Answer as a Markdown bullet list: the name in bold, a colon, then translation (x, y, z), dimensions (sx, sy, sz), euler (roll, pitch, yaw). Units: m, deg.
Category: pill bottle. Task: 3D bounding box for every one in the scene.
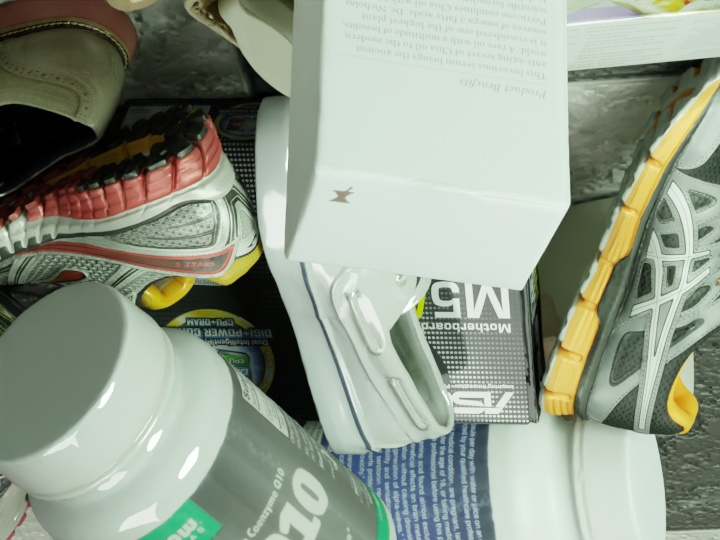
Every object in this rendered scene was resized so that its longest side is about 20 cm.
- **pill bottle**: translation (-0.081, 0.098, 1.337), dimensions (0.113, 0.114, 0.200), euler (-19, 135, 32)
- **pill bottle**: translation (0.048, 0.120, 1.468), dimensions (0.199, 0.112, 0.111), euler (-8, 149, 17)

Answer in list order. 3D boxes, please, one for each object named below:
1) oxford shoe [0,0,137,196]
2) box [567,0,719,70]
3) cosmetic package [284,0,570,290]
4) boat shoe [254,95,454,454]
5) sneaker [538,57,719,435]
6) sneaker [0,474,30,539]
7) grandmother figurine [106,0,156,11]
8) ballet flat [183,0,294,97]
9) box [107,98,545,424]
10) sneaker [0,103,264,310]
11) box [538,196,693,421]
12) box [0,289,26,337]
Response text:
- **oxford shoe**: translation (-0.194, -0.066, 1.351), dimensions (0.199, 0.075, 0.070), euler (-21, 136, 32)
- **box**: translation (0.094, -0.111, 1.250), dimensions (0.199, 0.039, 0.042), euler (-7, 152, -17)
- **cosmetic package**: translation (0.027, -0.100, 1.160), dimensions (0.101, 0.201, 0.071), euler (8, 149, -10)
- **boat shoe**: translation (0.000, 0.000, 1.341), dimensions (0.065, 0.074, 0.201), euler (-6, 132, 13)
- **sneaker**: translation (0.150, -0.011, 1.371), dimensions (0.077, 0.078, 0.201), euler (22, 117, 4)
- **sneaker**: translation (-0.207, 0.093, 1.586), dimensions (0.200, 0.081, 0.075), euler (-42, 133, 4)
- **grandmother figurine**: translation (-0.099, -0.184, 1.153), dimensions (0.121, 0.061, 0.200), euler (-38, 150, -3)
- **ballet flat**: translation (0.002, -0.080, 1.277), dimensions (0.200, 0.070, 0.069), euler (38, 137, -20)
- **box**: translation (-0.014, -0.003, 1.405), dimensions (0.199, 0.044, 0.161), euler (1, 122, 10)
- **sneaker**: translation (-0.124, -0.010, 1.346), dimensions (0.199, 0.078, 0.082), euler (-12, 118, 48)
- **box**: translation (0.065, 0.031, 1.506), dimensions (0.199, 0.078, 0.095), euler (-12, 146, 23)
- **box**: translation (-0.193, 0.039, 1.439), dimensions (0.049, 0.200, 0.161), euler (-53, 132, 0)
